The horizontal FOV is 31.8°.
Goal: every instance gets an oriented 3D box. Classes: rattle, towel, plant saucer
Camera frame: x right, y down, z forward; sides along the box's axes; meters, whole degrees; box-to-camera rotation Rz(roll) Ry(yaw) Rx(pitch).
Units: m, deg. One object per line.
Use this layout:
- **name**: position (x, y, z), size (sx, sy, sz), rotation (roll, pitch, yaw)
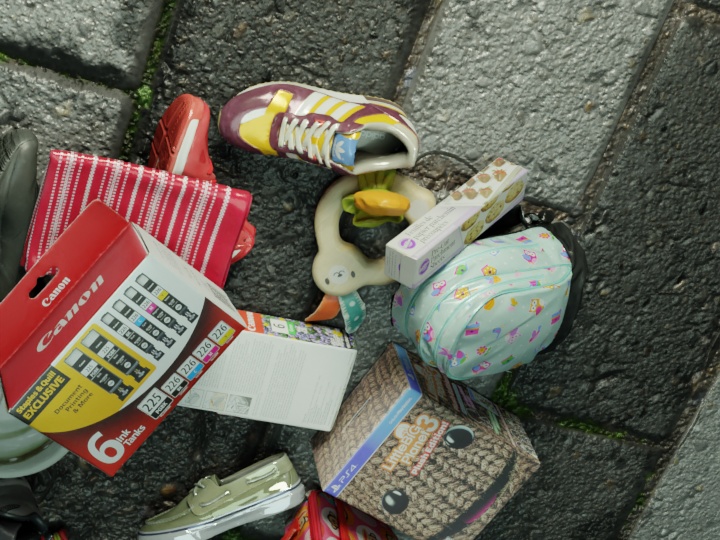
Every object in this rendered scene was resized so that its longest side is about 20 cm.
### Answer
- **rattle**: position (0.000, 0.000, 1.296), size (0.130, 0.143, 0.200), rotation (26, 108, -25)
- **towel**: position (-0.216, -0.037, 1.227), size (0.199, 0.023, 0.145), rotation (12, 124, -20)
- **plant saucer**: position (-0.372, 0.114, 1.291), size (0.199, 0.050, 0.201), rotation (1, 113, 3)

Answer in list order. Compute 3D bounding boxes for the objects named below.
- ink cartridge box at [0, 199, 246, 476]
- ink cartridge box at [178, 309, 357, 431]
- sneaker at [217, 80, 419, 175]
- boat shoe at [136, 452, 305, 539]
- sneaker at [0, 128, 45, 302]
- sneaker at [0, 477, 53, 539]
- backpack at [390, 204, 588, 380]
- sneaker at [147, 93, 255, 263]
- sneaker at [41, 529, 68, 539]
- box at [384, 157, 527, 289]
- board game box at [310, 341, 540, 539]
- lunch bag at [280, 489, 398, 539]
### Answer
- **ink cartridge box**: position (-0.243, 0.064, 1.200), size (0.200, 0.084, 0.175), rotation (-48, 122, 4)
- **ink cartridge box**: position (-0.114, 0.104, 1.380), size (0.199, 0.050, 0.109), rotation (11, 115, -15)
- **sneaker**: position (-0.039, -0.137, 1.245), size (0.199, 0.090, 0.075), rotation (0, 117, -12)
- **boat shoe**: position (-0.164, 0.265, 1.452), size (0.199, 0.072, 0.062), rotation (-19, 95, -5)
- **sneaker**: position (-0.334, -0.050, 1.251), size (0.090, 0.076, 0.201), rotation (7, 125, -21)
- **sneaker**: position (-0.404, 0.253, 1.309), size (0.199, 0.140, 0.078), rotation (12, 111, -49)
- **backpack**: position (0.133, 0.031, 1.315), size (0.199, 0.127, 0.168), rotation (-8, 123, -33)
- **sneaker**: position (-0.154, -0.082, 1.271), size (0.115, 0.079, 0.201), rotation (7, 128, -24)
- **sneaker**: position (-0.372, 0.324, 1.439), size (0.200, 0.077, 0.085), rotation (36, 95, -32)
- **box**: position (0.099, -0.051, 1.276), size (0.200, 0.039, 0.042), rotation (-37, 143, -39)
- **board game box**: position (0.073, 0.207, 1.442), size (0.199, 0.097, 0.160), rotation (31, 107, -24)
- **lunch bag**: position (-0.023, 0.348, 1.440), size (0.176, 0.200, 0.082), rotation (35, 111, -25)
